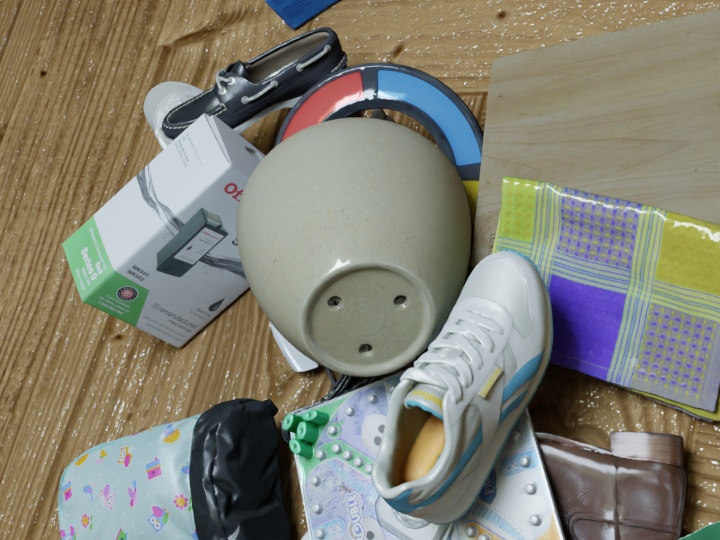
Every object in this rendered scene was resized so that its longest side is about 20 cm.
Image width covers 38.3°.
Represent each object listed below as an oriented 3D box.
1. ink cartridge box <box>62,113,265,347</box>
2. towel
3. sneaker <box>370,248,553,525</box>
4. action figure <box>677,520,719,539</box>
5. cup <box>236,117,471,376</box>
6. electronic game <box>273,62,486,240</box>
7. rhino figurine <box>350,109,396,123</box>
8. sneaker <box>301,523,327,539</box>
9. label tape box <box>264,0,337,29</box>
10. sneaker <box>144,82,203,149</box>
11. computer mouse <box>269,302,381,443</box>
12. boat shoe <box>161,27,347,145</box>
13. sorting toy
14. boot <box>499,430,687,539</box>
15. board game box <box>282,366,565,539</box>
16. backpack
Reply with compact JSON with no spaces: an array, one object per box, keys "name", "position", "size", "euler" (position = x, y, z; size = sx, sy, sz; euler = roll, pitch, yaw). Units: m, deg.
[{"name":"ink cartridge box","position":[-0.166,-0.035,1.022],"size":[0.200,0.146,0.084],"euler":[-40,51,13]},{"name":"towel","position":[0.184,0.018,0.763],"size":[0.199,0.023,0.145],"euler":[20,115,26]},{"name":"sneaker","position":[0.072,0.077,0.721],"size":[0.076,0.081,0.201],"euler":[17,81,35]},{"name":"action figure","position":[0.149,0.233,0.658],"size":[0.199,0.055,0.119],"euler":[-18,96,25]},{"name":"cup","position":[0.000,0.000,0.815],"size":[0.200,0.200,0.144],"euler":[-37,26,15]},{"name":"electronic game","position":[0.016,-0.081,0.913],"size":[0.198,0.042,0.202],"euler":[2,99,13]},{"name":"rhino figurine","position":[-0.005,-0.120,1.006],"size":[0.087,0.060,0.201],"euler":[-39,50,10]},{"name":"sneaker","position":[-0.040,0.294,0.824],"size":[0.079,0.078,0.201],"euler":[24,77,29]},{"name":"label tape box","position":[-0.052,-0.392,1.165],"size":[0.144,0.063,0.201],"euler":[-28,56,21]},{"name":"sneaker","position":[-0.187,-0.157,1.129],"size":[0.077,0.081,0.200],"euler":[-51,49,5]},{"name":"computer mouse","position":[-0.051,0.055,0.966],"size":[0.109,0.044,0.201],"euler":[-37,53,17]},{"name":"boat shoe","position":[-0.108,-0.181,1.022],"size":[0.199,0.061,0.074],"euler":[-19,42,1]},{"name":"sorting toy","position":[0.201,-0.088,0.839],"size":[0.199,0.069,0.200],"euler":[-6,65,34]},{"name":"boot","position":[0.146,0.219,0.743],"size":[0.185,0.064,0.202],"euler":[-8,69,35]},{"name":"board game box","position":[0.041,0.170,0.772],"size":[0.199,0.026,0.201],"euler":[-24,63,22]},{"name":"backpack","position":[-0.169,0.204,0.925],"size":[0.199,0.126,0.168],"euler":[-20,62,30]}]
